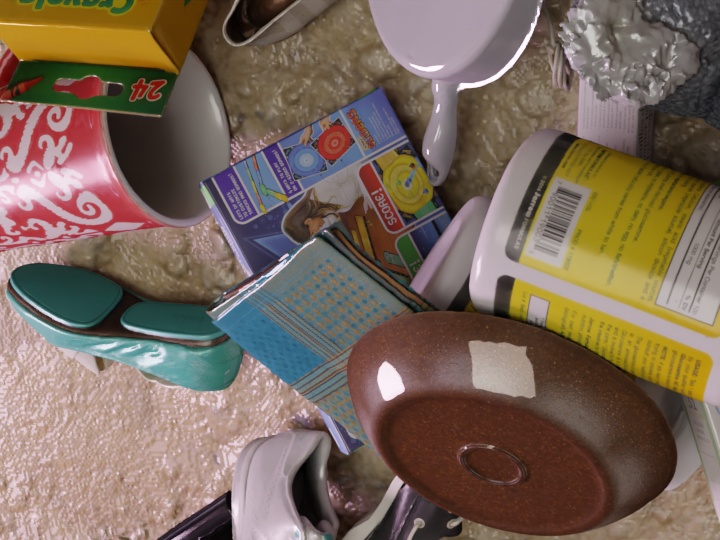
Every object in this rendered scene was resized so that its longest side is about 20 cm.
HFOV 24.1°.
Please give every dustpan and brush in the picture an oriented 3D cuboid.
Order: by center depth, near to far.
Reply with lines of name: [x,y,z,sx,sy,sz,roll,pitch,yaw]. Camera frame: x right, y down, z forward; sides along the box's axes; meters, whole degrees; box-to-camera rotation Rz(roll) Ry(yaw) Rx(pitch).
dustpan and brush: [0.051,-0.140,1.031,0.139,0.057,0.201,32,122,36]

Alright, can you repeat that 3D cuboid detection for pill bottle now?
pill bottle: [0.169,0.005,0.913,0.199,0.112,0.113,22,114,16]
pill bottle: [0.127,0.050,1.041,0.200,0.111,0.111,32,118,-4]

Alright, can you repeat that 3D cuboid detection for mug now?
mug: [-0.203,-0.096,1.181,0.199,0.178,0.133,-11,139,32]

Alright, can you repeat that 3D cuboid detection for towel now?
towel: [0.016,0.059,1.013,0.200,0.022,0.147,39,142,-16]

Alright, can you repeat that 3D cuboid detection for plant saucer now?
plant saucer: [0.080,0.099,0.969,0.200,0.037,0.201,17,145,12]

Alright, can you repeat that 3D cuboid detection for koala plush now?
koala plush: [0.203,-0.123,0.910,0.199,0.178,0.184,13,119,0]

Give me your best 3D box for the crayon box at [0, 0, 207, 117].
crayon box: [-0.155,-0.198,1.077,0.126,0.051,0.201,6,65,23]

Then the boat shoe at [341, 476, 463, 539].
boat shoe: [0.044,0.162,1.151,0.060,0.074,0.200,40,121,9]

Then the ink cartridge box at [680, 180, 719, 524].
ink cartridge box: [0.254,0.041,0.986,0.145,0.048,0.201,-20,100,-8]

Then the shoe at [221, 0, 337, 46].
shoe: [-0.017,-0.209,1.076,0.200,0.053,0.070,-41,86,30]

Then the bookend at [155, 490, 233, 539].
bookend: [-0.111,0.294,1.194,0.092,0.200,0.199,-36,90,29]

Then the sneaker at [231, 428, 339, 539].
sneaker: [-0.048,0.206,1.157,0.088,0.075,0.201,-22,63,47]

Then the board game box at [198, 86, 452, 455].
board game box: [0.000,0.000,1.100,0.135,0.034,0.201,-28,92,-9]

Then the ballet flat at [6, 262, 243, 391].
ballet flat: [-0.174,0.049,1.228,0.199,0.067,0.071,13,125,24]

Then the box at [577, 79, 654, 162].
box: [0.157,-0.141,1.021,0.041,0.039,0.201,7,109,24]

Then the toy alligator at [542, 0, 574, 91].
toy alligator: [0.095,-0.207,1.019,0.054,0.059,0.201,1,106,26]
